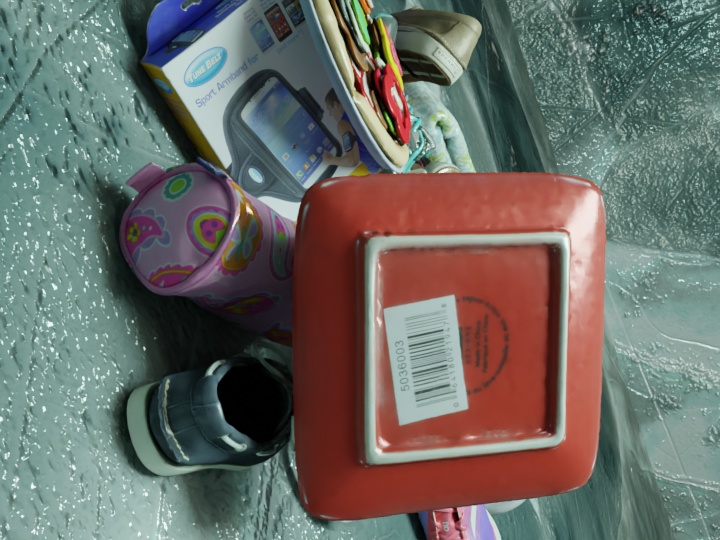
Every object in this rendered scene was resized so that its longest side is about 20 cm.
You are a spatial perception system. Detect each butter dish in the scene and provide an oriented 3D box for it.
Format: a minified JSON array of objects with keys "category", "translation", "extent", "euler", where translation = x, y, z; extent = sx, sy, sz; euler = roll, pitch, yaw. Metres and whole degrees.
[{"category":"butter dish","translation":[0.039,0.037,0.649],"extent":[0.148,0.199,0.201],"euler":[-162,-109,-69]}]

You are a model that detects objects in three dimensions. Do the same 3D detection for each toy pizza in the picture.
[{"category":"toy pizza","translation":[0.002,-0.169,0.757],"extent":[0.200,0.032,0.201],"euler":[-20,90,-76]}]

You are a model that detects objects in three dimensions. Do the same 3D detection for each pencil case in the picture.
[{"category":"pencil case","translation":[-0.072,-0.006,0.661],"extent":[0.200,0.087,0.088],"euler":[33,44,-61]}]

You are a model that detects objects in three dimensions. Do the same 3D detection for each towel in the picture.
[{"category":"towel","translation":[0.079,-0.144,1.156],"extent":[0.171,0.048,0.200],"euler":[54,-6,46]}]

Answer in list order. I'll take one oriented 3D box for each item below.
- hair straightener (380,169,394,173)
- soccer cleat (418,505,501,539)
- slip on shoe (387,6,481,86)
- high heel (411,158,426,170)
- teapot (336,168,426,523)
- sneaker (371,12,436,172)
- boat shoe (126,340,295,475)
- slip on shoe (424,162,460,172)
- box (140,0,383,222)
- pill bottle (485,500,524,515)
[{"category":"hair straightener","translation":[0.005,-0.129,0.867],"extent":[0.077,0.041,0.200],"euler":[-76,154,-68]},{"category":"soccer cleat","translation":[0.082,0.223,0.946],"extent":[0.073,0.068,0.200],"euler":[-70,142,-55]},{"category":"slip on shoe","translation":[0.047,-0.229,1.009],"extent":[0.076,0.061,0.200],"euler":[39,-5,-28]},{"category":"high heel","translation":[0.032,-0.125,1.076],"extent":[0.096,0.067,0.200],"euler":[29,42,-78]},{"category":"teapot","translation":[0.032,0.064,0.783],"extent":[0.146,0.197,0.200],"euler":[29,31,-40]},{"category":"sneaker","translation":[0.028,-0.135,0.949],"extent":[0.078,0.091,0.201],"euler":[-46,143,-75]},{"category":"boat shoe","translation":[-0.068,0.082,0.631],"extent":[0.200,0.062,0.075],"euler":[20,54,-68]},{"category":"slip on shoe","translation":[0.081,-0.003,0.994],"extent":[0.076,0.061,0.201],"euler":[7,94,-41]},{"category":"box","translation":[-0.067,-0.120,0.731],"extent":[0.041,0.119,0.200],"euler":[28,-25,48]},{"category":"pill bottle","translation":[0.153,0.191,1.098],"extent":[0.200,0.114,0.115],"euler":[9,66,-70]}]
